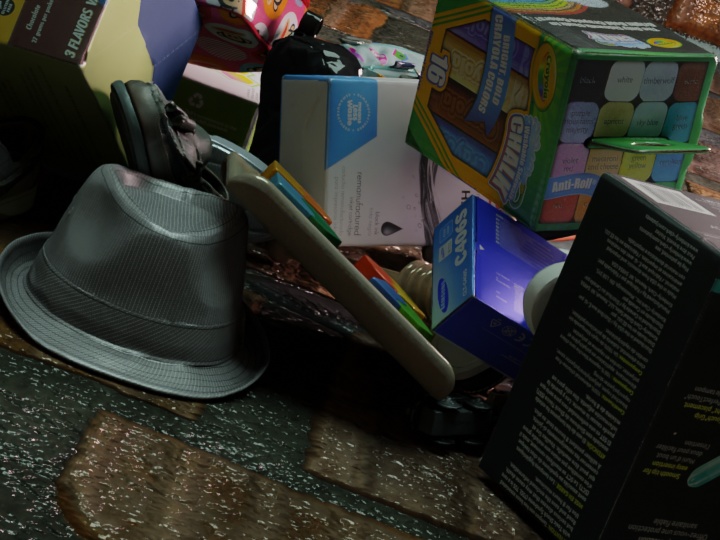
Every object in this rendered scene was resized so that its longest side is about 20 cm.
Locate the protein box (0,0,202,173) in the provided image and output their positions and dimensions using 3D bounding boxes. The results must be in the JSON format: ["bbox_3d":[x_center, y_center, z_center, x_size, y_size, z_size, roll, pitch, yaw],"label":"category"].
[{"bbox_3d":[-0.236,-0.180,1.597,0.199,0.135,0.199,17,-18,12],"label":"protein box"}]

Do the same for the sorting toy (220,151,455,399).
[{"bbox_3d":[-0.013,-0.005,1.485,0.185,0.036,0.200,45,-1,-8],"label":"sorting toy"}]

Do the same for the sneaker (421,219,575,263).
[{"bbox_3d":[0.136,0.008,1.806,0.199,0.077,0.082,16,28,10],"label":"sneaker"}]

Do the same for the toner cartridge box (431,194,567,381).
[{"bbox_3d":[0.134,0.041,1.516,0.200,0.043,0.095,32,37,-24],"label":"toner cartridge box"}]

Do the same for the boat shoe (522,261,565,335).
[{"bbox_3d":[0.174,0.023,1.486,0.199,0.072,0.069,5,24,-34],"label":"boat shoe"}]

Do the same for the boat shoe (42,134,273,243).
[{"bbox_3d":[-0.137,-0.077,1.697,0.199,0.072,0.062,21,17,10],"label":"boat shoe"}]

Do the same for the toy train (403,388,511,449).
[{"bbox_3d":[0.100,0.094,1.509,0.200,0.034,0.046,4,12,-46],"label":"toy train"}]

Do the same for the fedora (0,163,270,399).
[{"bbox_3d":[-0.126,-0.007,1.429,0.176,0.091,0.200,21,15,-2],"label":"fedora"}]

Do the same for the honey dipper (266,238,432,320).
[{"bbox_3d":[0.000,0.000,1.621,0.038,0.038,0.200,7,7,-43],"label":"honey dipper"}]

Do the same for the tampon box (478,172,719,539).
[{"bbox_3d":[0.192,0.067,1.394,0.149,0.201,0.126,12,19,-35],"label":"tampon box"}]

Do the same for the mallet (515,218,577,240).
[{"bbox_3d":[0.151,-0.028,1.599,0.066,0.041,0.200,-10,13,-3],"label":"mallet"}]

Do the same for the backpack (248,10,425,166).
[{"bbox_3d":[0.019,-0.091,1.753,0.199,0.167,0.126,2,23,-40],"label":"backpack"}]

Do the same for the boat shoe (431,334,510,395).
[{"bbox_3d":[0.093,0.043,1.602,0.060,0.075,0.200,62,18,-16],"label":"boat shoe"}]

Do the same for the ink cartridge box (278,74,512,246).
[{"bbox_3d":[0.044,-0.076,1.651,0.199,0.117,0.068,-1,6,-33],"label":"ink cartridge box"}]

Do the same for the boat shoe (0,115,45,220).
[{"bbox_3d":[-0.255,-0.065,1.501,0.072,0.066,0.201,22,14,10],"label":"boat shoe"}]

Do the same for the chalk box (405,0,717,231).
[{"bbox_3d":[0.142,-0.102,1.536,0.124,0.124,0.200,-2,26,-33],"label":"chalk box"}]

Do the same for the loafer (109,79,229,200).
[{"bbox_3d":[-0.124,-0.080,1.555,0.063,0.072,0.200,-18,-18,-6],"label":"loafer"}]

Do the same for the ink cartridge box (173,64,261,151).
[{"bbox_3d":[-0.089,-0.117,1.888,0.199,0.076,0.148,18,16,-8],"label":"ink cartridge box"}]

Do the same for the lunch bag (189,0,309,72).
[{"bbox_3d":[-0.149,-0.215,1.747,0.199,0.082,0.176,14,-8,17],"label":"lunch bag"}]
